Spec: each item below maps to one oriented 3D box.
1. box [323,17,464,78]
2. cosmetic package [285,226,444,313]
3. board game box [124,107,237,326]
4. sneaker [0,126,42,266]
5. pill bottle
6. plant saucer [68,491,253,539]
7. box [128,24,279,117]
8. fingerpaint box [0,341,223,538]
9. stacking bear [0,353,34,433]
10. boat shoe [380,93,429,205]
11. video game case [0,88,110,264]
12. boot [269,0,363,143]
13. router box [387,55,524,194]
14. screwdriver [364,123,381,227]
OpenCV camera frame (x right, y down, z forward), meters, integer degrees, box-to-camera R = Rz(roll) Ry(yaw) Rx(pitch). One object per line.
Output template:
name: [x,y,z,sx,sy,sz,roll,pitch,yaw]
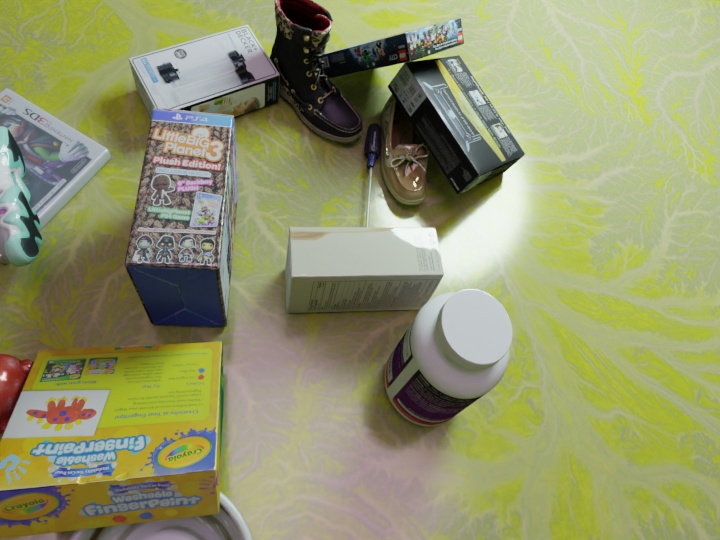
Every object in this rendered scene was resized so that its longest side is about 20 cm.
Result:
box: [0.043,-0.342,0.818,0.135,0.039,0.196,-31,28,-35]
cosmetic package: [0.000,0.000,0.687,0.192,0.106,0.073,0,61,-14]
board game box: [-0.205,-0.058,0.639,0.093,0.161,0.207,3,62,-10]
sneaker: [-0.464,-0.072,0.618,0.136,0.079,0.203,-20,60,-19]
pill bottle: [0.098,0.101,0.601,0.108,0.201,0.116,5,62,-9]
plant saucer: [-0.197,0.314,0.517,0.192,0.051,0.207,5,63,-9]
box: [-0.233,-0.289,0.805,0.196,0.061,0.119,-26,72,-23]
fingerpaint box: [-0.240,0.162,0.537,0.192,0.075,0.169,-1,36,-13]
stacking bear: [-0.441,0.111,0.538,0.193,0.114,0.125,14,61,-10]
boat shoe: [0.067,-0.199,0.823,0.070,0.063,0.207,-3,64,-13]
video game case: [-0.469,-0.133,0.697,0.178,0.024,0.203,29,62,3]
boot: [-0.066,-0.303,0.795,0.073,0.152,0.200,-38,76,-26]
router box: [0.152,-0.233,0.821,0.155,0.052,0.204,-25,80,-43]
screwdriver: [0.012,-0.144,0.801,0.029,0.028,0.206,29,54,-30]
